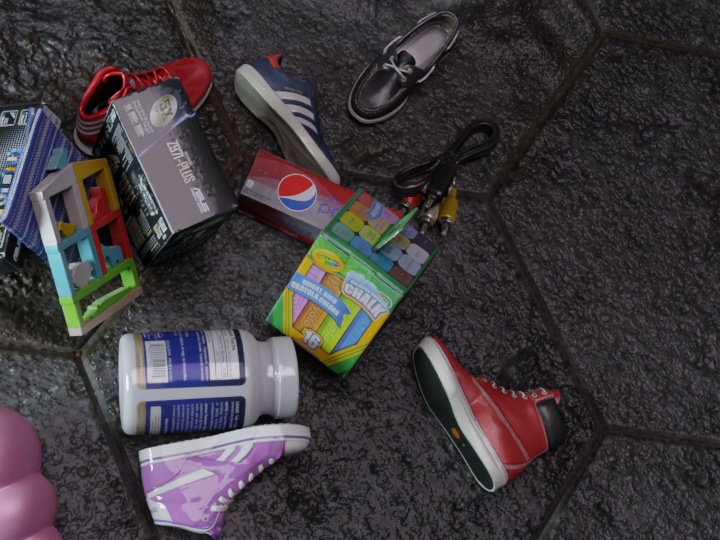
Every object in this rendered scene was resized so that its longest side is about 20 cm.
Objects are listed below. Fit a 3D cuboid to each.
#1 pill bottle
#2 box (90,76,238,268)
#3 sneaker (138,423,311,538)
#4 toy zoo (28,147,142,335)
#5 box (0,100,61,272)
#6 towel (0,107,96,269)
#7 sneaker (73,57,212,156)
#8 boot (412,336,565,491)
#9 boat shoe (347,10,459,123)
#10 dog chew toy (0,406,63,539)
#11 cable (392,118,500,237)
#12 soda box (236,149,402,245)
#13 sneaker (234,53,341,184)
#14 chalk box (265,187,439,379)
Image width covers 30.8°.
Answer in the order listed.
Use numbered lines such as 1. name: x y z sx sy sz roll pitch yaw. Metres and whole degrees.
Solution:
1. pill bottle: -0.175 0.127 1.502 0.198 0.116 0.117 -1 70 -14
2. box: -0.231 -0.109 1.518 0.086 0.200 0.165 -24 87 -21
3. sneaker: -0.146 0.243 1.494 0.198 0.073 0.115 -12 76 -6
4. toy zoo: -0.314 -0.043 1.492 0.131 0.020 0.202 -42 124 -59
5. box: -0.455 -0.095 1.511 0.191 0.048 0.202 1 67 21
6. towel: -0.351 -0.078 1.502 0.024 0.200 0.146 4 68 15
7. sneaker: -0.262 -0.219 1.613 0.200 0.116 0.078 -38 82 -21
8. boot: 0.163 0.148 1.598 0.144 0.072 0.201 -30 87 -22
9. boat shoe: 0.061 -0.273 1.738 0.200 0.060 0.074 -41 83 -23
10. dog chew toy: -0.384 0.250 1.410 0.124 0.125 0.201 -26 85 -20
11. cable: 0.110 -0.130 1.719 0.096 0.051 0.201 23 53 15
12. soda box: -0.052 -0.073 1.634 0.198 0.063 0.071 25 68 -3
13. sneaker: -0.073 -0.196 1.673 0.084 0.075 0.201 -33 83 -27
14. chalk box: 0.000 0.000 1.527 0.124 0.201 0.125 36 35 3
